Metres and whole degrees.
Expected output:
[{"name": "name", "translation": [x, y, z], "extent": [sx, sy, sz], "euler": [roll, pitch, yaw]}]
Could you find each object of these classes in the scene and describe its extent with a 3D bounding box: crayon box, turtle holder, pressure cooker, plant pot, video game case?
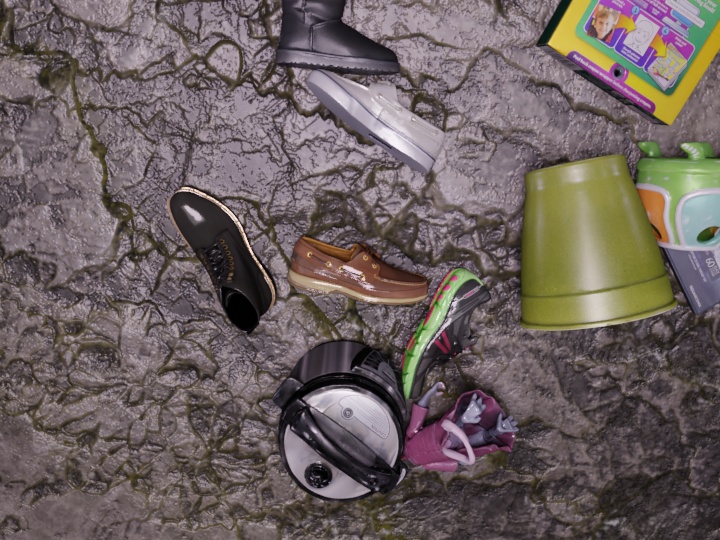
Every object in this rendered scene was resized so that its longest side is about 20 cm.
[{"name": "crayon box", "translation": [0.353, -0.312, 0.934], "extent": [0.197, 0.058, 0.175], "euler": [29, 101, -9]}, {"name": "turtle holder", "translation": [0.443, -0.098, 0.957], "extent": [0.182, 0.140, 0.135], "euler": [-5, 101, -32]}, {"name": "pressure cooker", "translation": [-0.023, 0.206, 0.987], "extent": [0.171, 0.200, 0.183], "euler": [-4, 105, 1]}, {"name": "plant pot", "translation": [0.287, -0.041, 0.947], "extent": [0.195, 0.200, 0.198], "euler": [-10, 94, 1]}, {"name": "video game case", "translation": [0.525, -0.049, 1.028], "extent": [0.197, 0.019, 0.145], "euler": [-31, 103, 7]}]

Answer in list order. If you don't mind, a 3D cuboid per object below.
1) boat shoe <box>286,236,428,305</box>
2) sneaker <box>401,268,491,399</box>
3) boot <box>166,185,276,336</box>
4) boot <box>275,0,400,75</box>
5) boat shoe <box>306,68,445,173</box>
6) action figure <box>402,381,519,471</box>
[{"name": "boat shoe", "translation": [0.000, 0.000, 1.000], "extent": [0.195, 0.072, 0.069], "euler": [10, 107, -1]}, {"name": "sneaker", "translation": [0.117, 0.099, 1.027], "extent": [0.082, 0.077, 0.203], "euler": [27, 104, -4]}, {"name": "boot", "translation": [-0.183, -0.017, 0.957], "extent": [0.077, 0.139, 0.200], "euler": [-40, 101, 9]}, {"name": "boot", "translation": [-0.021, -0.354, 0.918], "extent": [0.160, 0.066, 0.206], "euler": [4, 97, -10]}, {"name": "boat shoe", "translation": [0.025, -0.209, 0.953], "extent": [0.198, 0.071, 0.071], "euler": [33, 86, -9]}, {"name": "action figure", "translation": [0.118, 0.244, 1.027], "extent": [0.198, 0.149, 0.135], "euler": [-31, 96, 40]}]
